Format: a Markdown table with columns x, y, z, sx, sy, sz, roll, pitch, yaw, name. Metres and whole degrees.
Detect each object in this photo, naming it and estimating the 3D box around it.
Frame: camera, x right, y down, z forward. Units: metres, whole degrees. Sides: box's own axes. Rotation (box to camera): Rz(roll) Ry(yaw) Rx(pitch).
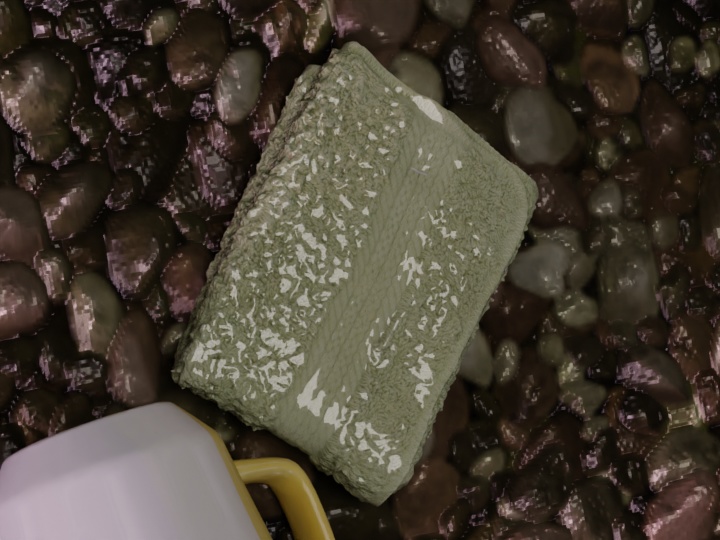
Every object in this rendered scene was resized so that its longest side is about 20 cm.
| x | y | z | sx | sy | sz | roll | pitch | yaw | name |
| --- | --- | --- | --- | --- | --- | --- | --- | --- | --- |
| 0.000 | 0.000 | 1.160 | 0.148 | 0.036 | 0.201 | 32 | 70 | -17 | towel |
| -0.097 | 0.147 | 1.068 | 0.148 | 0.187 | 0.154 | -21 | 83 | 8 | mug |
